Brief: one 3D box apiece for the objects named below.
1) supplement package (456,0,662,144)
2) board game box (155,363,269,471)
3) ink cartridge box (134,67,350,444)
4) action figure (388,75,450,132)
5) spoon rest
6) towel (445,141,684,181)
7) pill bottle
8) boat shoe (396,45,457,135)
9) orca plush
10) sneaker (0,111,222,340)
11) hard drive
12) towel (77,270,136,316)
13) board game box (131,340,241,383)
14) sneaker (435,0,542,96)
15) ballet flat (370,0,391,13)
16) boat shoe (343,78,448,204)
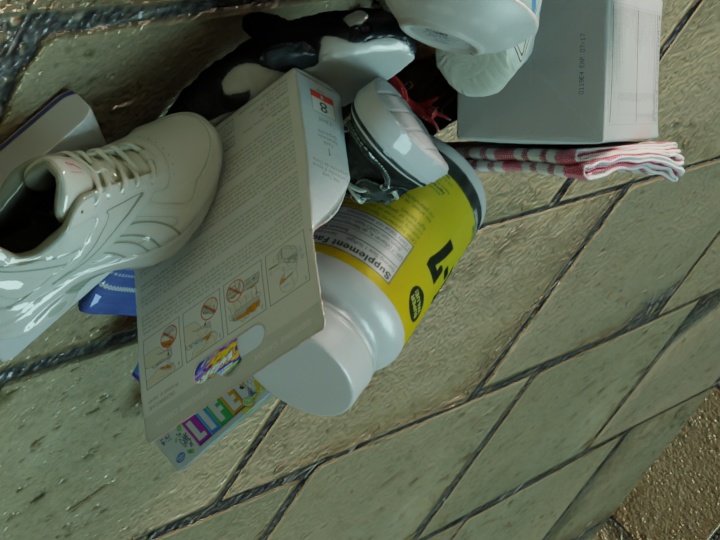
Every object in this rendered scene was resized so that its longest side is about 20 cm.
[{"bbox_3d":[0.151,-0.151,1.541,0.200,0.109,0.114,-11,103,-71],"label":"supplement package"},{"bbox_3d":[-0.072,0.080,1.725,0.134,0.034,0.200,-41,178,33],"label":"board game box"},{"bbox_3d":[-0.071,-0.005,1.292,0.162,0.200,0.050,-34,139,31],"label":"ink cartridge box"},{"bbox_3d":[-0.005,-0.109,1.459,0.200,0.099,0.065,-51,167,-30],"label":"action figure"},{"bbox_3d":[0.013,-0.179,1.260,0.099,0.199,0.061,50,57,-80],"label":"spoon rest"},{"bbox_3d":[0.126,-0.082,1.572,0.146,0.200,0.030,-6,98,-50],"label":"towel"},{"bbox_3d":[0.000,0.000,1.495,0.200,0.114,0.114,-56,169,-33],"label":"pill bottle"},{"bbox_3d":[0.087,-0.148,1.642,0.200,0.070,0.070,-30,155,-42],"label":"boat shoe"},{"bbox_3d":[-0.063,-0.130,1.362,0.200,0.071,0.105,-31,149,26],"label":"orca plush"},{"bbox_3d":[-0.160,-0.041,1.248,0.200,0.078,0.099,-39,157,-24],"label":"sneaker"},{"bbox_3d":[-0.209,-0.024,1.336,0.132,0.025,0.200,-42,161,-12],"label":"hard drive"},{"bbox_3d":[-0.114,-0.045,1.509,0.200,0.024,0.145,-53,159,14],"label":"towel"},{"bbox_3d":[-0.079,0.010,1.593,0.200,0.045,0.135,-37,164,-54],"label":"board game box"},{"bbox_3d":[0.086,-0.196,1.310,0.200,0.072,0.073,101,6,-52],"label":"sneaker"},{"bbox_3d":[0.051,-0.189,1.488,0.200,0.046,0.068,-8,100,-68],"label":"ballet flat"},{"bbox_3d":[0.014,-0.071,1.368,0.071,0.072,0.200,-34,170,4],"label":"boat shoe"}]
